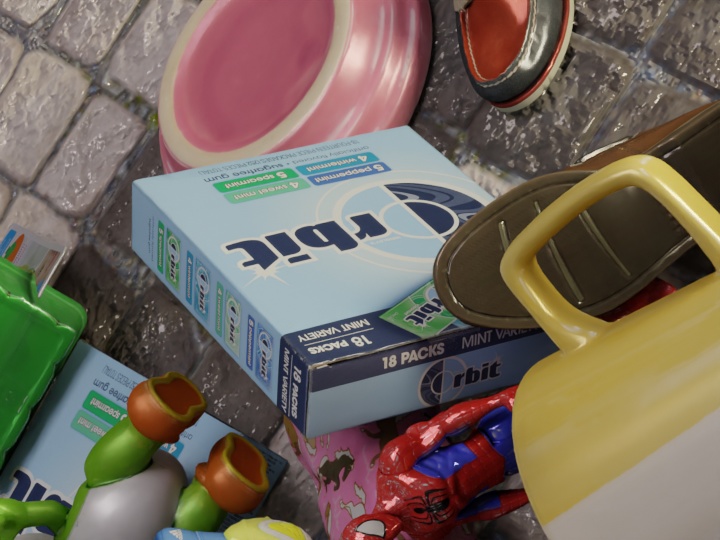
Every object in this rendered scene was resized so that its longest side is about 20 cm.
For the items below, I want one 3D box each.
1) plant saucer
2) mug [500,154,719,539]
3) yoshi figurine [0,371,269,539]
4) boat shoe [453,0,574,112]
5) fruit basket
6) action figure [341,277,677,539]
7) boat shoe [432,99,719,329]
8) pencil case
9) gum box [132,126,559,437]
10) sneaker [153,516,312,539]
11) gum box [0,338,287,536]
[{"bbox_3d":[-0.049,-0.116,1.509,0.200,0.051,0.202,-23,51,31],"label":"plant saucer"},{"bbox_3d":[0.156,0.056,1.091,0.153,0.186,0.150,-38,31,34],"label":"mug"},{"bbox_3d":[-0.146,0.152,1.328,0.200,0.112,0.113,-44,51,16],"label":"yoshi figurine"},{"bbox_3d":[0.076,-0.183,1.426,0.071,0.062,0.201,-18,55,32],"label":"boat shoe"},{"bbox_3d":[-0.245,0.054,1.542,0.186,0.093,0.200,-60,23,-3],"label":"fruit basket"},{"bbox_3d":[0.075,0.078,1.206,0.199,0.066,0.052,-31,32,-12],"label":"action figure"},{"bbox_3d":[0.123,-0.023,1.238,0.199,0.072,0.068,-23,2,-11],"label":"boat shoe"},{"bbox_3d":[0.018,0.137,1.266,0.082,0.087,0.201,-16,49,-1],"label":"pencil case"},{"bbox_3d":[0.000,0.000,1.305,0.200,0.169,0.045,42,137,48],"label":"gum box"},{"bbox_3d":[-0.092,0.211,1.268,0.076,0.104,0.201,-133,57,-69],"label":"sneaker"},{"bbox_3d":[-0.151,0.158,1.436,0.169,0.044,0.201,24,82,47],"label":"gum box"}]
